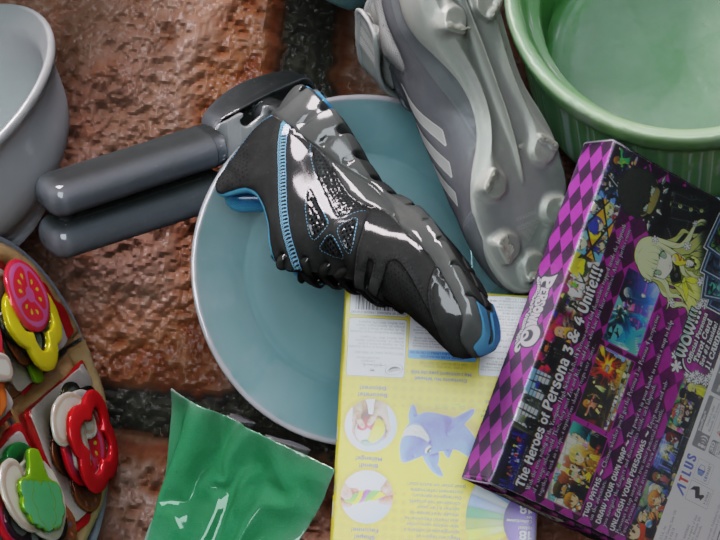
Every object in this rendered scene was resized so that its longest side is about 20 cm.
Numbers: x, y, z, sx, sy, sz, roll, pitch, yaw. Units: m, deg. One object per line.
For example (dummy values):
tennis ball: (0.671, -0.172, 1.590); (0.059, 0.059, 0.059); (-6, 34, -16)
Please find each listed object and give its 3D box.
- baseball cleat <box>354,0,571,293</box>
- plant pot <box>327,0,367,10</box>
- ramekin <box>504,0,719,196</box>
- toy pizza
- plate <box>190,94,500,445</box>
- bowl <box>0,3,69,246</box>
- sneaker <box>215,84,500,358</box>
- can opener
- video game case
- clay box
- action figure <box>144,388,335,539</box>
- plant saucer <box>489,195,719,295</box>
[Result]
baseball cleat: (0.055, -0.086, 1.488); (0.069, 0.106, 0.201); (-19, 101, -29)
plant pot: (0.021, -0.265, 1.522); (0.196, 0.200, 0.201); (-43, 75, 23)
ramekin: (0.182, -0.138, 1.519); (0.198, 0.098, 0.201); (-2, 64, 5)
toy pizza: (-0.184, 0.074, 1.450); (0.032, 0.200, 0.202); (-14, 75, 24)
plate: (0.000, 0.000, 1.538); (0.199, 0.026, 0.202); (0, 89, -10)
bowl: (-0.241, -0.056, 1.544); (0.200, 0.091, 0.202); (-22, 34, 16)
sneaker: (0.000, -0.011, 1.463); (0.082, 0.073, 0.200); (-41, 57, -2)
can opener: (-0.101, -0.059, 1.539); (0.199, 0.053, 0.066); (-23, 34, -33)
video game case: (0.165, 0.056, 1.474); (0.181, 0.036, 0.201); (26, 78, -27)
clay box: (0.042, 0.113, 1.481); (0.114, 0.048, 0.202); (4, 81, 2)
action figure: (-0.092, 0.181, 1.502); (0.118, 0.055, 0.201); (25, 94, 34)
plant saucer: (0.128, 0.009, 1.536); (0.200, 0.019, 0.070); (-43, 89, -10)
